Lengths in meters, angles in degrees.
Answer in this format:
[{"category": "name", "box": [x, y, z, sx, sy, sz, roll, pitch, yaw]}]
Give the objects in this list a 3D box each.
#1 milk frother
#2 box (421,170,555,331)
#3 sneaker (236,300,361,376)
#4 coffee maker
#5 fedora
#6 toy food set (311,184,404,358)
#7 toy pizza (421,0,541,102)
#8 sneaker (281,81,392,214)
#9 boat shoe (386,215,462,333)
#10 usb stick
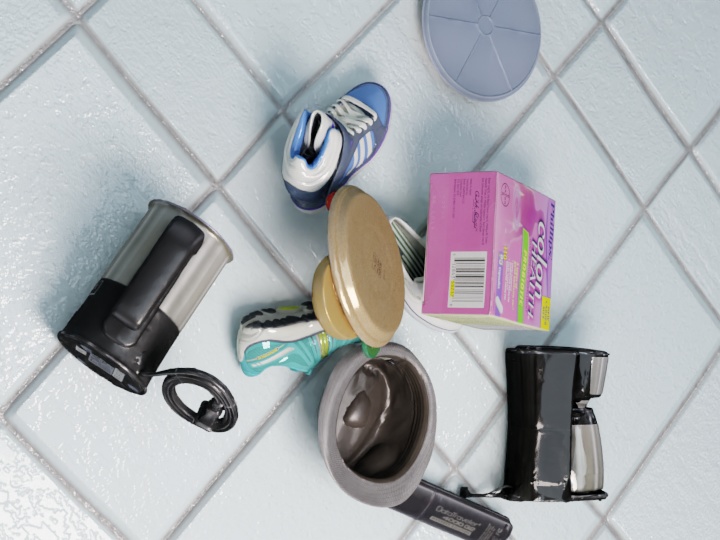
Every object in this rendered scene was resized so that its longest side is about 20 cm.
[{"category": "milk frother", "box": [-0.194, 0.053, 1.497, 0.200, 0.180, 0.189, 40, 69, -21]}, {"category": "box", "box": [0.167, -0.019, 1.728, 0.199, 0.096, 0.178, 17, 75, -60]}, {"category": "sneaker", "box": [-0.063, 0.084, 1.656, 0.198, 0.077, 0.081, -6, 113, -30]}, {"category": "coffee maker", "box": [0.237, 0.200, 1.792, 0.190, 0.134, 0.203, 1, 87, -31]}, {"category": "fedora", "box": [0.005, 0.187, 1.671, 0.175, 0.090, 0.203, 20, 74, -31]}, {"category": "toy food set", "box": [0.000, 0.000, 1.603, 0.198, 0.048, 0.202, 37, 45, -58]}, {"category": "toy pizza", "box": [0.160, -0.327, 1.823, 0.198, 0.032, 0.203, 1, 89, -31]}, {"category": "sneaker", "box": [-0.024, -0.170, 1.629, 0.080, 0.147, 0.201, 31, 73, 12]}, {"category": "boat shoe", "box": [0.077, 0.009, 1.737, 0.200, 0.067, 0.074, 44, 67, -23]}, {"category": "usb stick", "box": [0.113, 0.313, 1.762, 0.199, 0.033, 0.056, 27, 107, -28]}]
